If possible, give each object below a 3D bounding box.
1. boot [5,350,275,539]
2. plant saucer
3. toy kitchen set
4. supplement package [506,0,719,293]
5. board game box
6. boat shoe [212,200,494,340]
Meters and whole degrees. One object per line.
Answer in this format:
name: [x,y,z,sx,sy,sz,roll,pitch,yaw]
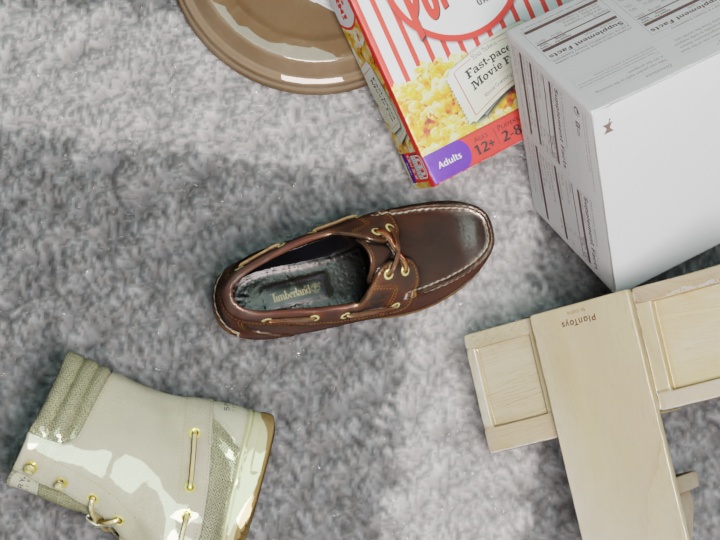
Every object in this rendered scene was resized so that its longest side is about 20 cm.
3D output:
boot: [-0.151,0.163,1.232,0.153,0.072,0.202,19,71,-5]
plant saucer: [-0.033,-0.221,1.350,0.198,0.029,0.202,2,79,-9]
toy kitchen set: [0.207,0.096,1.300,0.198,0.180,0.165,-16,82,29]
supplement package: [0.215,-0.109,1.283,0.198,0.157,0.111,-25,42,-12]
board game box: [0.064,-0.178,1.321,0.151,0.046,0.202,-28,98,-16]
boat shoe: [0.000,0.000,1.289,0.198,0.070,0.071,-19,81,-13]
